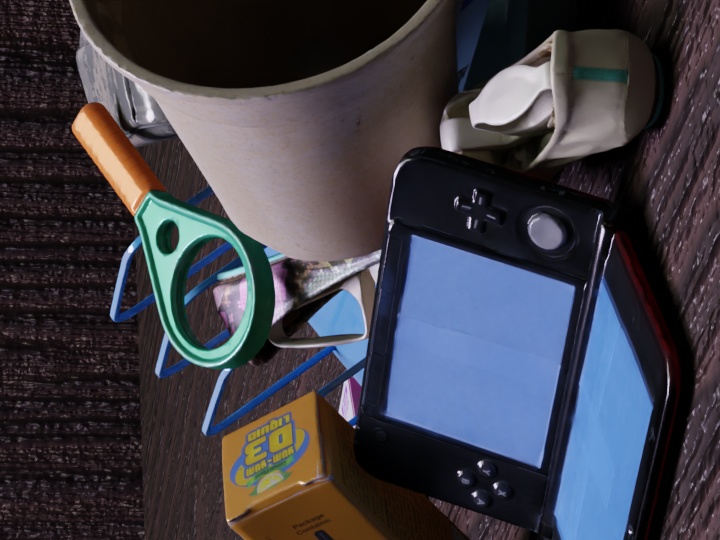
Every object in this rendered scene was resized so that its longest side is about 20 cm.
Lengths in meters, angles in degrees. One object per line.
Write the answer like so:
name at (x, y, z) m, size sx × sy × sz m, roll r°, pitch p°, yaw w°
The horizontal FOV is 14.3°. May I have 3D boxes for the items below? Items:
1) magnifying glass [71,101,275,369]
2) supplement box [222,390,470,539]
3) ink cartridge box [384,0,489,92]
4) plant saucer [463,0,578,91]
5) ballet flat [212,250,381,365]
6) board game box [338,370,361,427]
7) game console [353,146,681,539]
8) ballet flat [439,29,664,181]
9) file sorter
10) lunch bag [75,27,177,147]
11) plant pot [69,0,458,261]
magnifying glass at (-0.109, -0.024, 1.626) m, size 0.200 × 0.022 × 0.080 m, roll 53°, pitch 123°, yaw 36°
supplement box at (0.007, 0.149, 1.525) m, size 0.200 × 0.066 × 0.069 m, roll 46°, pitch -154°, yaw -41°
ink cartridge box at (0.011, -0.155, 1.537) m, size 0.042 × 0.119 × 0.200 m, roll -43°, pitch -18°, yaw -29°
plant saucer at (0.082, -0.129, 1.531) m, size 0.200 × 0.036 × 0.201 m, roll -178°, pitch 90°, yaw -80°
ballet flat at (0.000, 0.000, 1.576) m, size 0.200 × 0.069 × 0.071 m, roll -28°, pitch 83°, yaw 38°
board game box at (0.011, 0.186, 1.899) m, size 0.200 × 0.040 × 0.153 m, roll -99°, pitch 14°, yaw -46°
game console at (0.069, 0.069, 1.363) m, size 0.119 × 0.172 × 0.201 m, roll -56°, pitch -21°, yaw -52°
ballet flat at (0.074, -0.073, 1.374) m, size 0.200 × 0.069 × 0.070 m, roll 148°, pitch 124°, yaw -65°
file sorter at (-0.042, 0.047, 1.710) m, size 0.200 × 0.123 × 0.139 m, roll 50°, pitch 157°, yaw 13°
lunch bag at (-0.100, -0.169, 1.729) m, size 0.200 × 0.139 × 0.168 m, roll 180°, pitch 76°, yaw -77°
plant pot at (-0.028, -0.108, 1.440) m, size 0.184 × 0.200 × 0.201 m, roll 73°, pitch -171°, yaw -53°
